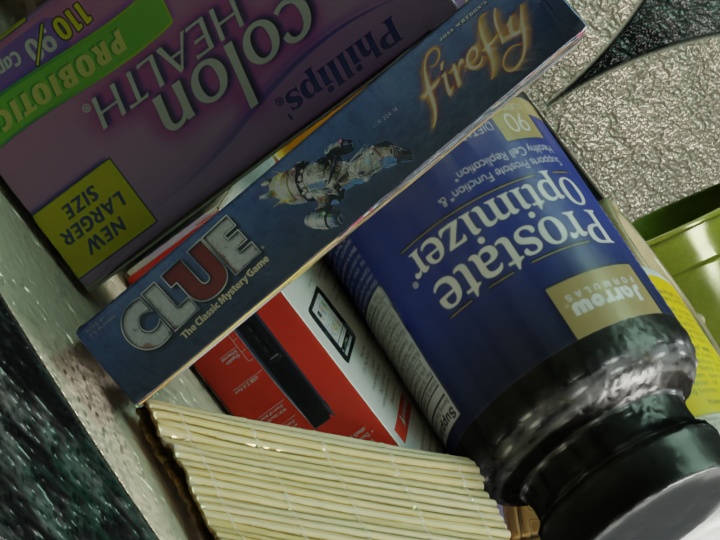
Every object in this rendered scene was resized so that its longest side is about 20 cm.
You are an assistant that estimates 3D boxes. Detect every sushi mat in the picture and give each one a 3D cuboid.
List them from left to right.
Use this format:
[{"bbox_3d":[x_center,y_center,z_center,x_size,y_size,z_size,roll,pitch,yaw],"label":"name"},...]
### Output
[{"bbox_3d":[0.002,0.096,1.078,0.200,0.012,0.096,15,36,-50],"label":"sushi mat"}]

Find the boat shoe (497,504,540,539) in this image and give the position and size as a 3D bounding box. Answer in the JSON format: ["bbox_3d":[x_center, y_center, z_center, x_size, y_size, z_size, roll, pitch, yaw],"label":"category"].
[{"bbox_3d":[0.094,0.161,1.270,0.069,0.071,0.200,128,-49,-58],"label":"boat shoe"}]

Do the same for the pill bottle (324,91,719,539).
[{"bbox_3d":[0.070,0.026,1.227,0.200,0.112,0.112,57,9,22],"label":"pill bottle"}]

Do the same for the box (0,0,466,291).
[{"bbox_3d":[-0.053,-0.095,1.159,0.097,0.176,0.200,53,9,-6],"label":"box"}]

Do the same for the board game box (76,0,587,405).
[{"bbox_3d":[-0.007,-0.033,1.047,0.035,0.200,0.135,50,4,0],"label":"board game box"}]

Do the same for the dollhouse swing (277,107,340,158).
[{"bbox_3d":[-0.047,-0.137,1.443,0.200,0.182,0.176,50,-1,-25],"label":"dollhouse swing"}]

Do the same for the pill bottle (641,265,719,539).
[{"bbox_3d":[0.122,0.069,1.401,0.114,0.114,0.200,41,17,-56],"label":"pill bottle"}]

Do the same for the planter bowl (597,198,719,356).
[{"bbox_3d":[0.126,0.043,1.714,0.200,0.135,0.200,53,8,-11],"label":"planter bowl"}]

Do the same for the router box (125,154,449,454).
[{"bbox_3d":[-0.016,0.040,1.251,0.180,0.049,0.200,53,9,-6],"label":"router box"}]

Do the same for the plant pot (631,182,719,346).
[{"bbox_3d":[0.328,0.036,2.702,0.200,0.200,0.193,-54,120,-81],"label":"plant pot"}]
